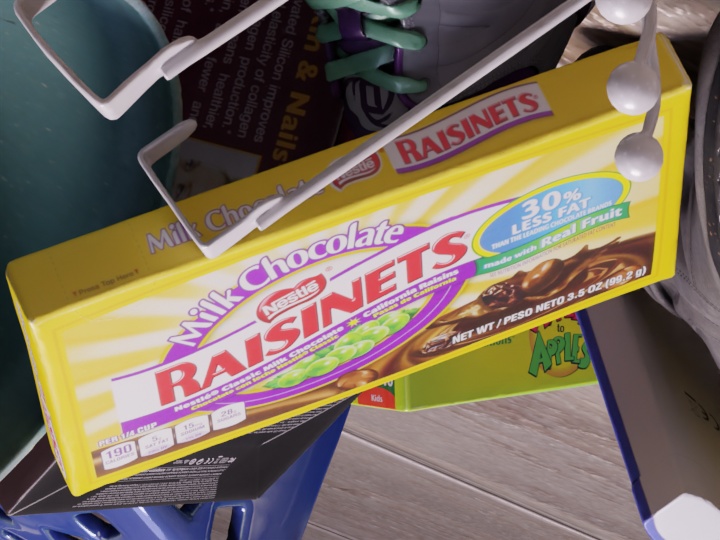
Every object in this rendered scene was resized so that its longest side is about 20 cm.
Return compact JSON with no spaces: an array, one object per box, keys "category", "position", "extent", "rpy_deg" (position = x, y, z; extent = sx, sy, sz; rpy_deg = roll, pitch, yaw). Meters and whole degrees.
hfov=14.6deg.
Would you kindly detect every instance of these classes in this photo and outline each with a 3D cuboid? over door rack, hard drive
[{"category":"over door rack","position":[0.032,-0.058,0.690],"extent":[0.199,0.067,0.148],"rpy_deg":[-23,165,1]},{"category":"hard drive","position":[0.127,0.049,1.025],"extent":[0.025,0.201,0.132],"rpy_deg":[-38,126,19]}]

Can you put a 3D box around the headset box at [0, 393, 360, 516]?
[{"category":"headset box","position":[-0.109,-0.012,1.048],"extent":[0.148,0.075,0.201],"rpy_deg":[2,-132,-55]}]

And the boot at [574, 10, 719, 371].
[{"category":"boot","position":[0.105,-0.036,0.896],"extent":[0.132,0.070,0.201],"rpy_deg":[46,157,40]}]

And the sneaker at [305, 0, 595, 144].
[{"category":"sneaker","position":[0.008,-0.085,0.773],"extent":[0.074,0.088,0.200],"rpy_deg":[9,167,35]}]

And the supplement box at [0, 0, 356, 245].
[{"category":"supplement box","position":[-0.088,-0.064,0.914],"extent":[0.199,0.132,0.103],"rpy_deg":[15,170,12]}]

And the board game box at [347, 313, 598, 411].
[{"category":"board game box","position":[0.057,0.020,1.143],"extent":[0.199,0.048,0.101],"rpy_deg":[-5,-173,-42]}]

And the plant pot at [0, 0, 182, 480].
[{"category":"plant pot","position":[-0.165,-0.026,0.781],"extent":[0.134,0.201,0.200],"rpy_deg":[35,179,27]}]

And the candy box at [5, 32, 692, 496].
[{"category":"candy box","position":[0.000,0.000,0.815],"extent":[0.199,0.027,0.103],"rpy_deg":[-20,146,-9]}]

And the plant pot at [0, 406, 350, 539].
[{"category":"plant pot","position":[-0.126,0.024,1.265],"extent":[0.199,0.201,0.180],"rpy_deg":[10,161,32]}]
